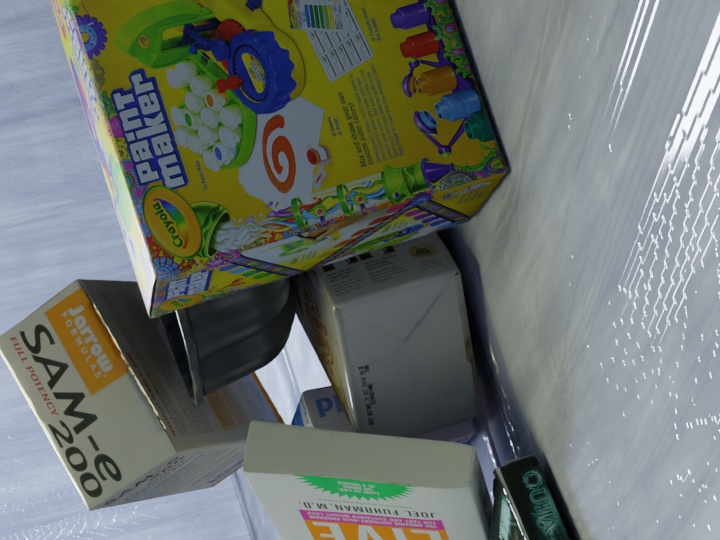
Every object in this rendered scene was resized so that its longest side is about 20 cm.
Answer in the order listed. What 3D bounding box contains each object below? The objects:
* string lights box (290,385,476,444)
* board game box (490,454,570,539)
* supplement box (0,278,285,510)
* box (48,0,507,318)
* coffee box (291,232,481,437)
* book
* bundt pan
[{"bbox_3d":[0.009,0.111,1.516,0.200,0.103,0.059,111,143,-76],"label":"string lights box"},{"bbox_3d":[0.110,0.210,1.324,0.200,0.028,0.135,88,163,-60],"label":"board game box"},{"bbox_3d":[-0.136,0.077,1.455,0.126,0.073,0.200,59,-165,11],"label":"supplement box"},{"bbox_3d":[-0.051,-0.104,1.209,0.122,0.192,0.200,122,131,-77],"label":"box"},{"bbox_3d":[0.000,0.000,1.394,0.200,0.080,0.115,-118,15,-51],"label":"coffee box"},{"bbox_3d":[0.014,0.143,1.375,0.200,0.133,0.048,68,-151,-65],"label":"book"},{"bbox_3d":[-0.093,-0.025,1.353,0.202,0.076,0.202,164,90,-82],"label":"bundt pan"}]
